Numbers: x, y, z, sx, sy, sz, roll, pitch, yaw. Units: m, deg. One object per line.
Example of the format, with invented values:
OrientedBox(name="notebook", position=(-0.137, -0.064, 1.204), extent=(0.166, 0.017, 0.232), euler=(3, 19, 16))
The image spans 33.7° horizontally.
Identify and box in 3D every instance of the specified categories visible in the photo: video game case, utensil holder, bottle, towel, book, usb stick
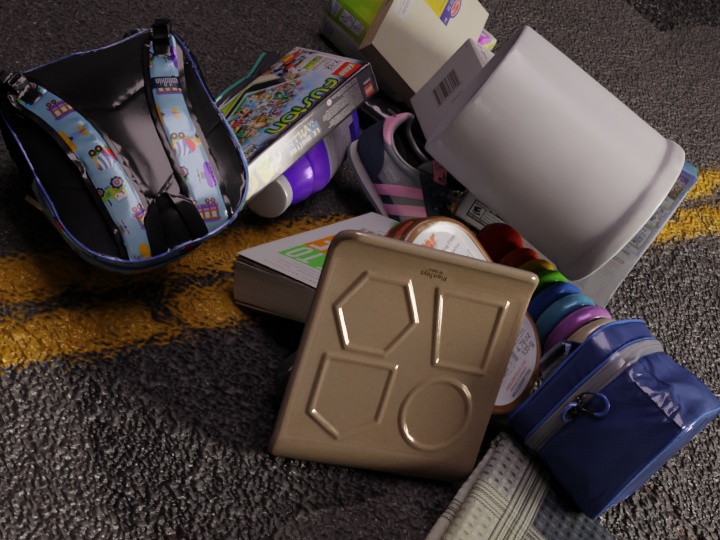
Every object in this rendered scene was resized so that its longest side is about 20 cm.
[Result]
OrientedBox(name="video game case", position=(0.232, -0.086, 1.297), extent=(0.200, 0.182, 0.045), euler=(33, 26, 2))
OrientedBox(name="utensil holder", position=(0.187, -0.117, 1.174), extent=(0.200, 0.170, 0.170), euler=(39, 36, -4))
OrientedBox(name="bottle", position=(-0.060, -0.120, 1.215), extent=(0.065, 0.084, 0.200), euler=(-3, 29, 23))
OrientedBox(name="towel", position=(0.145, 0.249, 0.959), extent=(0.193, 0.035, 0.200), euler=(45, 35, 1))
OrientedBox(name="book", position=(0.000, 0.000, 1.099), extent=(0.133, 0.048, 0.200), euler=(19, 25, 34))
OrientedBox(name="usb stick", position=(0.051, -0.161, 1.388), extent=(0.200, 0.033, 0.055), euler=(37, 29, 9))

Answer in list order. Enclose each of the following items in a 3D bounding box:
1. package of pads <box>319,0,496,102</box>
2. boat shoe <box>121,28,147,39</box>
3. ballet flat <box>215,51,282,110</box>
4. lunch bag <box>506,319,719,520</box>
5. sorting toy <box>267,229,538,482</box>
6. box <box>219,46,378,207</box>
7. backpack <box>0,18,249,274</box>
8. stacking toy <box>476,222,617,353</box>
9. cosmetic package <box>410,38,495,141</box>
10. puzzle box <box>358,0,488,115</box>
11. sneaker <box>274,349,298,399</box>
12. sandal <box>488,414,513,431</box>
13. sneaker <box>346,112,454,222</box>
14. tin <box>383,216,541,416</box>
OrientedBox(name="package of pads", position=(0.065, -0.297, 1.525), extent=(0.155, 0.068, 0.200), euler=(45, 41, 19))
OrientedBox(name="boat shoe", position=(-0.245, -0.182, 1.165), extent=(0.071, 0.072, 0.200), euler=(23, 38, -18))
OrientedBox(name="ballet flat", position=(-0.109, -0.175, 1.260), extent=(0.073, 0.073, 0.200), euler=(30, 34, -1))
OrientedBox(name="lunch bag", position=(0.217, 0.121, 1.049), extent=(0.132, 0.136, 0.200), euler=(48, 17, 19))
OrientedBox(name="sorting toy", position=(0.033, 0.073, 0.966), extent=(0.184, 0.201, 0.036), euler=(13, 16, -24))
OrientedBox(name="box", position=(-0.087, -0.143, 1.154), extent=(0.110, 0.035, 0.200), euler=(20, 53, 41))
OrientedBox(name="backpack", position=(-0.193, -0.086, 1.010), extent=(0.182, 0.135, 0.200), euler=(-25, 72, -21))
OrientedBox(name="stacking toy", position=(0.184, 0.025, 1.233), extent=(0.085, 0.086, 0.200), euler=(-3, 41, -37))
OrientedBox(name="cosmetic package", position=(0.168, -0.167, 1.372), extent=(0.200, 0.108, 0.085), euler=(25, 32, -35))
OrientedBox(name="puzzle box", position=(0.080, -0.287, 1.427), extent=(0.133, 0.025, 0.200), euler=(45, 52, -27))
OrientedBox(name="sneaker", position=(-0.001, 0.074, 1.054), extent=(0.199, 0.075, 0.085), euler=(-13, 29, -38))
OrientedBox(name="sandal", position=(0.104, 0.062, 1.138), extent=(0.080, 0.057, 0.201), euler=(-9, 51, -41))
OrientedBox(name="sneaker", position=(0.067, -0.069, 1.219), extent=(0.200, 0.082, 0.070), euler=(56, 31, 6))
OrientedBox(name="tin", position=(0.088, 0.041, 1.038), extent=(0.200, 0.042, 0.112), euler=(52, 54, -22))
